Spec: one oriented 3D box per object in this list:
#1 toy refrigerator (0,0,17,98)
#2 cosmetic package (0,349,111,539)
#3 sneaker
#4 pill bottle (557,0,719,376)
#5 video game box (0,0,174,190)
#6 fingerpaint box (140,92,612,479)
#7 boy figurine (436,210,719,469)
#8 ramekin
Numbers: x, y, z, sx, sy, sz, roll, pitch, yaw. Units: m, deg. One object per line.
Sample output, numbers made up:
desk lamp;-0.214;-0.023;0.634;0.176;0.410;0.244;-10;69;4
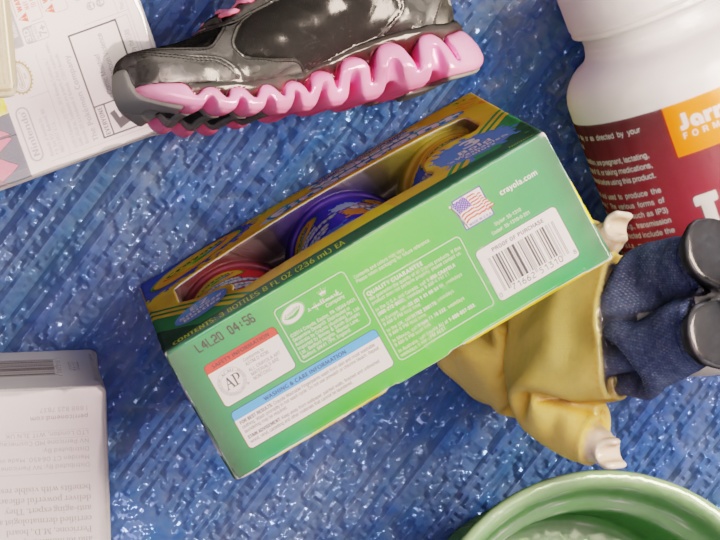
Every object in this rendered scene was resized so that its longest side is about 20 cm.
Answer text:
toy refrigerator;-0.260;-0.110;1.108;0.199;0.070;0.076;-5;99;-6
cosmetic package;-0.158;0.147;1.189;0.071;0.101;0.202;-2;99;-9
sneaker;-0.036;-0.120;1.167;0.199;0.079;0.096;-13;93;-33
pill bottle;0.169;-0.059;1.200;0.112;0.113;0.201;-23;101;-4
video game box;-0.203;-0.133;1.169;0.181;0.047;0.201;-20;100;-7
fingerpaint box;0.000;0.000;1.157;0.199;0.167;0.074;-30;103;-2
boy figurine;0.111;0.038;1.171;0.064;0.200;0.125;11;69;-33
ramekin;0.111;0.202;1.220;0.199;0.098;0.202;1;85;-11
